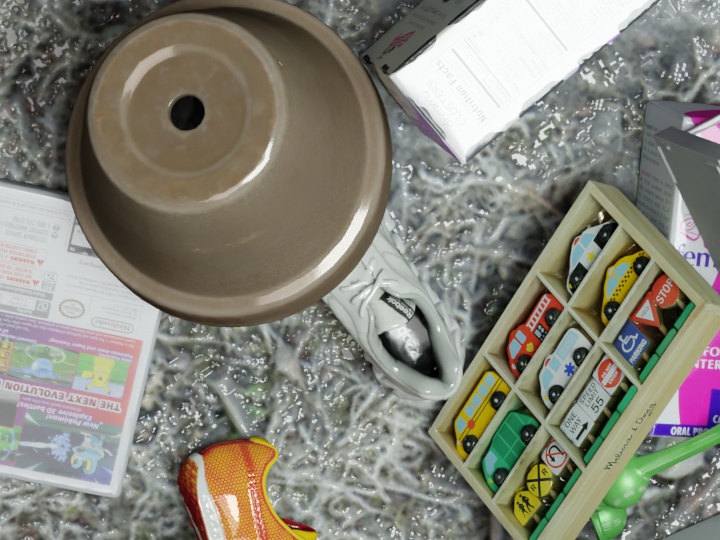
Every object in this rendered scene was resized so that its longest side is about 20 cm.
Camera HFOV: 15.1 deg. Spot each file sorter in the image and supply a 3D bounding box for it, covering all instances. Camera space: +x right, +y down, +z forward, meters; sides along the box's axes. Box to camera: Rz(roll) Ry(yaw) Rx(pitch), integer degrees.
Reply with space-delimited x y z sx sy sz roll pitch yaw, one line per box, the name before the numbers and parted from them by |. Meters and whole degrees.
file sorter | 0.281 -0.012 1.575 0.124 0.139 0.200 -28 102 -4

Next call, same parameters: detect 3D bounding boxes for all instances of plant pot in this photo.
plant pot | -0.088 -0.074 1.568 0.200 0.175 0.200 -1 84 7

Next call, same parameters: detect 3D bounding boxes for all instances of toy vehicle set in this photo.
toy vehicle set | 0.131 0.062 1.656 0.026 0.124 0.200 10 119 -44

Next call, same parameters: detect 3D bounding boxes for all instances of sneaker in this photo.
sneaker | -0.055 0.202 1.705 0.077 0.073 0.200 -16 105 -15
sneaker | 0.000 0.000 1.671 0.075 0.081 0.200 -39 101 2

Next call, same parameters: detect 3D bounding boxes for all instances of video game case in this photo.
video game case | -0.227 0.034 1.676 0.200 0.023 0.182 12 98 -11

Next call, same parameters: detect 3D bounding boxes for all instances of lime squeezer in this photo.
lime squeezer | 0.169 0.141 1.685 0.071 0.200 0.038 -9 57 -28

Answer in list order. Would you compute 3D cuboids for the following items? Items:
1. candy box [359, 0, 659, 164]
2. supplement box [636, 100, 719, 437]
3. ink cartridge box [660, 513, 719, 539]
candy box | 0.103 -0.159 1.610 0.200 0.168 0.072 -40 101 1
supplement box | 0.227 0.000 1.691 0.101 0.103 0.200 3 98 -7
ink cartridge box | 0.314 0.214 1.718 0.200 0.145 0.145 -24 103 -2
